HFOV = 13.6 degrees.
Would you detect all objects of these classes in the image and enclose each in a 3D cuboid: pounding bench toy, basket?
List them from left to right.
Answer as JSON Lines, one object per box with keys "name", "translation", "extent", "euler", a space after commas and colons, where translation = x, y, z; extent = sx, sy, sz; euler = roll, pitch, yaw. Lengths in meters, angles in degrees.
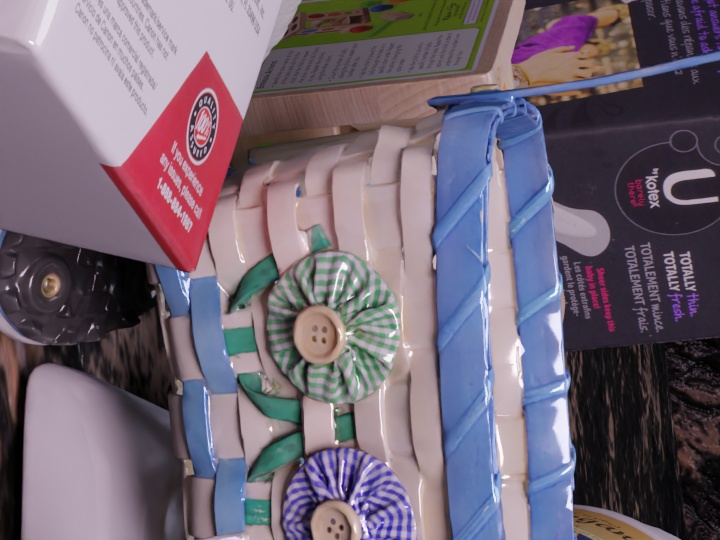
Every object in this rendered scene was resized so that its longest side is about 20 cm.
{"name": "pounding bench toy", "translation": [0.000, 0.000, 1.095], "extent": [0.200, 0.124, 0.157], "euler": [-71, 154, -67]}
{"name": "basket", "translation": [0.048, 0.035, 0.827], "extent": [0.139, 0.199, 0.177], "euler": [-33, 116, -81]}

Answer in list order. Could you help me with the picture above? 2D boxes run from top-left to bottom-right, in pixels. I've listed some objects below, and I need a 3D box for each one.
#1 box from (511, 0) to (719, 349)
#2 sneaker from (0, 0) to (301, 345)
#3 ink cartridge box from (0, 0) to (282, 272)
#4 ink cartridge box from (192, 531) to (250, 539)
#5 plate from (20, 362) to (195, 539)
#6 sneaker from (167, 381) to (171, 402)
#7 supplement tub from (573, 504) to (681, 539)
{"name": "box", "translation": [0.072, -0.043, 1.263], "extent": [0.106, 0.199, 0.123], "euler": [-84, 165, -47]}
{"name": "sneaker", "translation": [-0.074, -0.051, 0.905], "extent": [0.072, 0.072, 0.200], "euler": [66, 34, -36]}
{"name": "ink cartridge box", "translation": [-0.065, -0.122, 0.760], "extent": [0.144, 0.083, 0.201], "euler": [61, 45, -66]}
{"name": "ink cartridge box", "translation": [-0.065, 0.165, 0.711], "extent": [0.039, 0.099, 0.201], "euler": [-177, -98, -69]}
{"name": "plate", "translation": [-0.028, 0.142, 0.908], "extent": [0.199, 0.032, 0.201], "euler": [26, 56, -49]}
{"name": "sneaker", "translation": [-0.044, 0.116, 0.992], "extent": [0.085, 0.074, 0.201], "euler": [33, 53, -46]}
{"name": "supplement tub", "translation": [0.058, 0.162, 1.110], "extent": [0.200, 0.144, 0.145], "euler": [-4, 89, -64]}
